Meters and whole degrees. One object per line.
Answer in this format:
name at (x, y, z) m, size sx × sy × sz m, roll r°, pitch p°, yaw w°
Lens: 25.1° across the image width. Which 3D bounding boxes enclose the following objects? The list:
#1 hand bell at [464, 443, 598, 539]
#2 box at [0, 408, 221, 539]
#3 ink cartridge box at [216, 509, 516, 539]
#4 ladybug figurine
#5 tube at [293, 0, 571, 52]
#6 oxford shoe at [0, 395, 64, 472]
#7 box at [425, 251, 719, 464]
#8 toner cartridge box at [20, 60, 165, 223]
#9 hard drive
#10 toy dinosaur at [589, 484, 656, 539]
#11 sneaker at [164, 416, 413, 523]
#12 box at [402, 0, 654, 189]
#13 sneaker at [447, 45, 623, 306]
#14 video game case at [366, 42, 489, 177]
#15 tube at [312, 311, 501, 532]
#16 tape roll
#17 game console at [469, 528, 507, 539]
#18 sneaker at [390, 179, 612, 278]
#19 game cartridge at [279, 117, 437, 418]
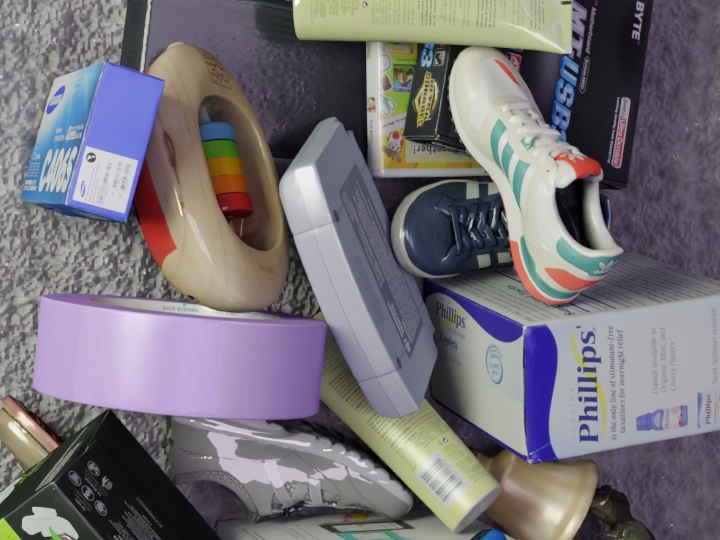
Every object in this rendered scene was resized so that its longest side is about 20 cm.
hand bell at (0.077, 0.148, 1.282) m, size 0.199 × 0.104 × 0.105 m, roll 31°, pitch 82°, yaw -6°
box at (-0.211, 0.223, 1.091) m, size 0.200 × 0.124 × 0.149 m, roll -36°, pitch 98°, yaw 19°
ink cartridge box at (0.005, 0.267, 1.214) m, size 0.198 × 0.146 × 0.148 m, roll 1°, pitch 93°, yaw -21°
ladybug figurine at (-0.112, -0.062, 1.125) m, size 0.135 × 0.072 × 0.202 m, roll 14°, pitch 59°, yaw -59°
tube at (0.053, -0.190, 1.160) m, size 0.198 × 0.052 × 0.058 m, roll 0°, pitch 116°, yaw 7°
oxford shoe at (-0.216, 0.185, 1.169) m, size 0.075 × 0.070 × 0.201 m, roll -33°, pitch 103°, yaw -10°
box at (0.175, 0.061, 1.245) m, size 0.198 × 0.184 × 0.106 m, roll -7°, pitch 102°, yaw -19°
toner cartridge box at (-0.185, -0.085, 1.094) m, size 0.043 × 0.200 × 0.096 m, roll 17°, pitch 87°, yaw -20°
hard drive at (-0.081, -0.141, 1.214) m, size 0.198 × 0.042 × 0.136 m, roll 7°, pitch 91°, yaw -21°
toy dinosaur at (0.218, 0.252, 1.281) m, size 0.088 × 0.048 × 0.200 m, roll -24°, pitch 58°, yaw -20°
sneaker at (-0.057, 0.156, 1.232) m, size 0.199 × 0.075 × 0.083 m, roll 21°, pitch 92°, yaw -9°
box at (0.138, -0.178, 1.258) m, size 0.197 × 0.050 × 0.202 m, roll 12°, pitch 86°, yaw -33°
sneaker at (0.132, -0.080, 1.151) m, size 0.070 × 0.093 × 0.201 m, roll -14°, pitch 79°, yaw -32°
video game case at (0.090, -0.166, 1.267) m, size 0.199 × 0.023 × 0.184 m, roll -3°, pitch 94°, yaw -34°
tube at (0.023, 0.109, 1.229) m, size 0.200 × 0.058 × 0.052 m, roll 46°, pitch 117°, yaw 17°
tape roll at (-0.125, 0.058, 1.125) m, size 0.199 × 0.200 × 0.066 m, roll 6°, pitch 90°, yaw -21°
game console at (0.041, 0.306, 1.142) m, size 0.170 × 0.118 × 0.202 m, roll -28°, pitch 106°, yaw -50°
sneaker at (0.114, -0.039, 1.242) m, size 0.199 × 0.084 × 0.076 m, roll -12°, pitch 96°, yaw -40°
game cartridge at (0.000, 0.000, 1.173) m, size 0.040 × 0.133 × 0.201 m, roll -19°, pitch 107°, yaw 15°
